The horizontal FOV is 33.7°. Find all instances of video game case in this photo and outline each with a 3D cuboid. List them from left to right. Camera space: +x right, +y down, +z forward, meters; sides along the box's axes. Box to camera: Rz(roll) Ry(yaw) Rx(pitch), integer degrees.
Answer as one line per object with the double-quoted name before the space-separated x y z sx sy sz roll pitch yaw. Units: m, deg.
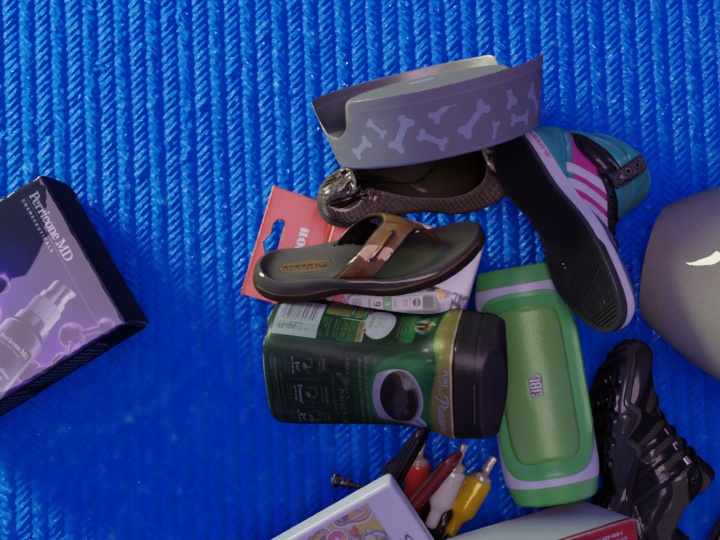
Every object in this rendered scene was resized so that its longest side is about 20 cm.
"video game case" -0.012 0.293 1.010 0.199 0.023 0.183 -30 105 9

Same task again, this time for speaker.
"speaker" 0.153 0.097 1.031 0.087 0.088 0.203 -9 87 0

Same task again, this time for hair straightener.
"hair straightener" 0.002 0.209 1.032 0.077 0.041 0.201 41 109 17

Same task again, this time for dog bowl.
"dog bowl" 0.060 -0.134 0.994 0.197 0.200 0.059 -12 103 0

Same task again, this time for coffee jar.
"coffee jar" 0.023 0.080 0.984 0.197 0.086 0.105 4 121 13

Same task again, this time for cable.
"cable" 0.051 0.244 1.041 0.096 0.050 0.203 14 87 7

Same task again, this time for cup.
"cup" 0.317 0.006 0.997 0.142 0.200 0.203 13 87 26

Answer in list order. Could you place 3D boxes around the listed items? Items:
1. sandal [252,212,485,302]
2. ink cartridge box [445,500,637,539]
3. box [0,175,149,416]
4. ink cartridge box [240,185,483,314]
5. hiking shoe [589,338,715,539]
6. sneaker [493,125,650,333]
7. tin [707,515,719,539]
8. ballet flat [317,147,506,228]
"sandal" 0.005 -0.019 0.988 0.197 0.082 0.055 -5 120 7
"ink cartridge box" 0.159 0.311 0.984 0.143 0.084 0.203 -10 97 -25
"box" -0.308 0.034 1.027 0.199 0.104 0.149 -32 87 -1
"ink cartridge box" 0.000 0.000 1.053 0.198 0.050 0.110 17 88 1
"hiking shoe" 0.256 0.159 1.041 0.099 0.076 0.203 -1 96 -8
"sneaker" 0.206 -0.044 1.017 0.120 0.084 0.202 -11 63 -30
"tin" 0.364 0.252 1.046 0.111 0.042 0.201 30 88 6
"ballet flat" 0.056 -0.082 1.033 0.198 0.047 0.068 -11 58 -18
